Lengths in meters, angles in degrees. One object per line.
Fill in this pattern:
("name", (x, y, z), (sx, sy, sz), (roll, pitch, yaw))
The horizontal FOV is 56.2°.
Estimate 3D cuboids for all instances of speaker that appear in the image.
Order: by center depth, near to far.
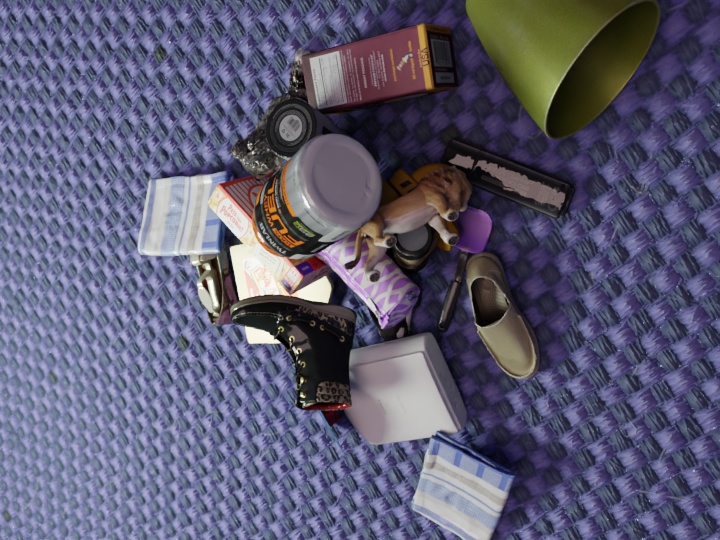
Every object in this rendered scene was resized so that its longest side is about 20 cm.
("speaker", (-0.061, -0.182, 0.988), (0.079, 0.199, 0.084), (-2, 85, 19))

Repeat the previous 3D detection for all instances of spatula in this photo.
("spatula", (0.151, 0.004, 1.030), (0.055, 0.021, 0.205), (19, 112, 13))

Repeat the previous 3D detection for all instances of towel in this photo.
("towel", (0.159, 0.355, 1.079), (0.144, 0.024, 0.203), (25, 131, 19))
("towel", (-0.315, -0.101, 1.203), (0.196, 0.024, 0.151), (0, 77, 30))

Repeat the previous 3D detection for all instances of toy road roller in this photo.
("toy road roller", (0.065, -0.106, 0.980), (0.200, 0.123, 0.146), (44, 84, 11))

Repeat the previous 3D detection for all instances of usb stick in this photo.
("usb stick", (0.205, -0.133, 0.962), (0.197, 0.032, 0.057), (26, 106, 20))

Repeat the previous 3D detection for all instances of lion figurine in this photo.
("lion figurine", (0.059, -0.069, 0.867), (0.195, 0.124, 0.074), (-18, 130, -4))

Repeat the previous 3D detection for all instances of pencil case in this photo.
("pencil case", (0.000, 0.000, 1.003), (0.200, 0.085, 0.085), (45, 146, 22))

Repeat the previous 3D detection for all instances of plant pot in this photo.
("plant pot", (0.229, -0.302, 0.840), (0.201, 0.185, 0.189), (49, 120, 25))

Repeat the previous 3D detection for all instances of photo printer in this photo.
("photo printer", (0.053, 0.195, 1.086), (0.196, 0.070, 0.169), (-15, 111, 29))

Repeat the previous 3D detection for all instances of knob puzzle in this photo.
("knob puzzle", (-0.128, 0.033, 1.177), (0.215, 0.030, 0.226), (7, 105, 26))

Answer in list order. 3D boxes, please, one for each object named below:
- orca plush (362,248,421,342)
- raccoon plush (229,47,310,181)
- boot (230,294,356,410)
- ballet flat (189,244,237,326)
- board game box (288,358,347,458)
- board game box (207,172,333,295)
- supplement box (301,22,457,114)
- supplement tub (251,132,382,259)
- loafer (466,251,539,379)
("orca plush", (0.040, 0.026, 1.064), (0.103, 0.071, 0.205), (13, 108, 24))
("raccoon plush", (-0.140, -0.243, 1.054), (0.095, 0.133, 0.206), (9, 107, 26))
("boot", (-0.099, 0.124, 1.012), (0.074, 0.198, 0.158), (133, 141, -59))
("ballet flat", (-0.273, 0.003, 1.222), (0.068, 0.071, 0.205), (-9, 98, 29))
("board game box", (-0.058, 0.219, 1.130), (0.038, 0.200, 0.160), (-30, 103, -9))
("board game box", (-0.128, -0.066, 1.083), (0.200, 0.151, 0.047), (46, 120, 9))
("supplement box", (0.028, -0.285, 0.971), (0.196, 0.110, 0.088), (-5, 101, 29))
("supplement tub", (-0.066, -0.088, 0.891), (0.199, 0.121, 0.125), (-26, 90, 58))
("loafer", (0.201, 0.076, 0.989), (0.074, 0.068, 0.203), (-22, 99, 30))
